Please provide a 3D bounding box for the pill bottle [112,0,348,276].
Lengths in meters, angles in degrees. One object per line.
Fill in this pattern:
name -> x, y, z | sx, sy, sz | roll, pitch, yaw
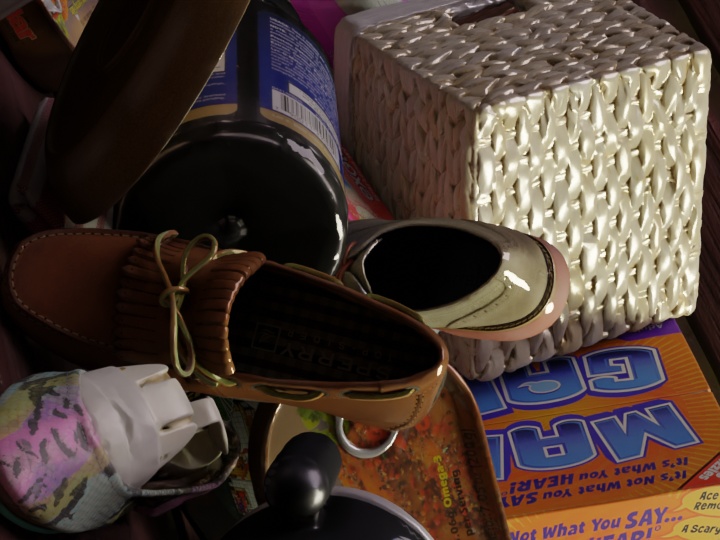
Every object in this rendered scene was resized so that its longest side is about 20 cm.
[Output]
pill bottle -> -0.065, -0.068, 1.037 | 0.112, 0.111, 0.200 | 58, 14, -29

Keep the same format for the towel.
towel -> -0.121, 0.013, 1.087 | 0.201, 0.030, 0.146 | 57, 9, -19

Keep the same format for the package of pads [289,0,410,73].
package of pads -> -0.061, -0.145, 1.369 | 0.155, 0.199, 0.069 | 53, 30, -53

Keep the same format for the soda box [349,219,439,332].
soda box -> -0.046, -0.014, 1.142 | 0.200, 0.068, 0.063 | 43, 16, 29

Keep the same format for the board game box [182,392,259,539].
board game box -> -0.019, 0.132, 1.048 | 0.201, 0.104, 0.023 | 60, 4, -21

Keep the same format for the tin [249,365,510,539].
tin -> 0.012, 0.130, 0.990 | 0.042, 0.111, 0.201 | 3, -72, 67

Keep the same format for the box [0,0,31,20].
box -> -0.166, -0.230, 0.981 | 0.131, 0.199, 0.199 | 55, 10, -30

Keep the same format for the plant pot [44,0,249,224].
plant pot -> -0.099, -0.117, 0.979 | 0.027, 0.200, 0.200 | 29, 20, -20

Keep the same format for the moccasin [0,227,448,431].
moccasin -> -0.060, 0.023, 0.913 | 0.078, 0.200, 0.074 | 105, 5, -71

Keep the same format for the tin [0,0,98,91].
tin -> -0.188, -0.167, 1.229 | 0.112, 0.042, 0.200 | 56, 9, -12

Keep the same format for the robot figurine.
robot figurine -> -0.018, 0.162, 0.857 | 0.124, 0.151, 0.200 | 34, 10, 0

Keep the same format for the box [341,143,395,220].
box -> -0.056, -0.039, 1.253 | 0.102, 0.095, 0.200 | 18, 32, -55

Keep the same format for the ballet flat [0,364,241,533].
ballet flat -> -0.096, 0.071, 0.872 | 0.200, 0.071, 0.069 | 28, 40, -76

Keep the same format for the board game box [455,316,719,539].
board game box -> 0.125, 0.174, 1.282 | 0.200, 0.198, 0.201 | -102, -177, -63

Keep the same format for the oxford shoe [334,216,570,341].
oxford shoe -> 0.000, 0.000, 1.031 | 0.074, 0.199, 0.071 | 28, 59, -59

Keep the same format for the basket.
basket -> 0.102, -0.065, 1.303 | 0.161, 0.197, 0.201 | 35, -47, 50
